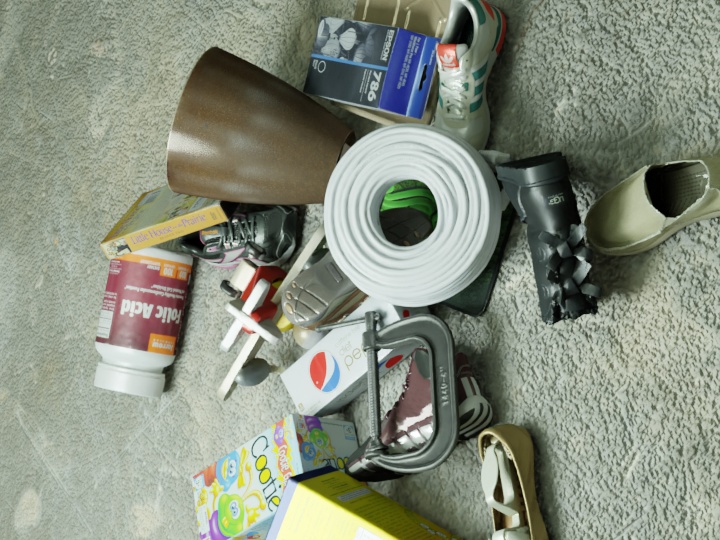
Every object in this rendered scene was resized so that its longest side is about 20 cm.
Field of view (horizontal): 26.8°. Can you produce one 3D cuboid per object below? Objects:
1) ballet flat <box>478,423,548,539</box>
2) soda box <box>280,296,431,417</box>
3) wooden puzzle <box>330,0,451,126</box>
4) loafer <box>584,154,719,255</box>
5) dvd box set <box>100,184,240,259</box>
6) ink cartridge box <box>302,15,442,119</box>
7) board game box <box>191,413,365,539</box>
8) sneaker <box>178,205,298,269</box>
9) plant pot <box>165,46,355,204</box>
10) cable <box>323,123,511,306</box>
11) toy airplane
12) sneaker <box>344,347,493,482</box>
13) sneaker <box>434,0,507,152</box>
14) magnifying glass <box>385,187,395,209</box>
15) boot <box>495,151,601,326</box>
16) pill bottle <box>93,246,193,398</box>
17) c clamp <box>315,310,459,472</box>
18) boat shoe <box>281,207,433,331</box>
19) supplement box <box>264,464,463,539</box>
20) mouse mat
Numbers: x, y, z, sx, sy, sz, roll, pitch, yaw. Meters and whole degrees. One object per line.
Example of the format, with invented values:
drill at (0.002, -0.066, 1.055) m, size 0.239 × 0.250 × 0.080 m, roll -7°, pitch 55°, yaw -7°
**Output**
ballet flat at (0.154, 0.258, 1.567) m, size 0.068 × 0.063 × 0.202 m, roll -28°, pitch 61°, yaw 41°
soda box at (-0.003, 0.097, 1.771) m, size 0.200 × 0.063 × 0.069 m, roll -41°, pitch 70°, yaw 34°
wooden puzzle at (0.054, -0.276, 1.823) m, size 0.185 × 0.046 × 0.202 m, roll 26°, pitch 102°, yaw 48°
loafer at (0.292, -0.072, 1.491) m, size 0.199 × 0.068 × 0.077 m, roll -26°, pitch 62°, yaw 42°
dvd box set at (-0.235, -0.085, 2.010) m, size 0.198 × 0.030 × 0.147 m, roll -17°, pitch 24°, yaw 27°
ink cartridge box at (0.011, -0.244, 1.802) m, size 0.199 × 0.039 × 0.101 m, roll 18°, pitch 95°, yaw 49°
board game box at (-0.099, 0.262, 1.817) m, size 0.199 × 0.104 × 0.104 m, roll -34°, pitch 56°, yaw 37°
sneaker at (-0.165, -0.041, 1.981) m, size 0.199 × 0.086 × 0.081 m, roll -17°, pitch 70°, yaw 44°
plant pot at (-0.113, -0.158, 1.871) m, size 0.198 × 0.187 × 0.189 m, roll 17°, pitch 94°, yaw 9°
cable at (0.056, -0.061, 1.668) m, size 0.198 × 0.069 × 0.202 m, roll 18°, pitch 91°, yaw 14°
toy airplane at (-0.100, 0.052, 1.845) m, size 0.200 × 0.140 × 0.200 m, roll -42°, pitch 21°, yaw 57°
sneaker at (0.056, 0.155, 1.699) m, size 0.199 × 0.075 × 0.117 m, roll -30°, pitch 59°, yaw 28°
sneaker at (0.107, -0.215, 1.705) m, size 0.070 × 0.093 × 0.202 m, roll 10°, pitch 86°, yaw 33°
magnifying glass at (0.031, -0.086, 1.823) m, size 0.079 × 0.022 × 0.202 m, roll 19°, pitch 94°, yaw 48°
boot at (0.197, -0.037, 1.571) m, size 0.198 × 0.073 × 0.164 m, roll -104°, pitch 0°, yaw -83°
pill bottle at (-0.303, 0.068, 2.087) m, size 0.114 × 0.113 × 0.202 m, roll 7°, pitch 86°, yaw 48°
c clamp at (0.036, 0.131, 1.660) m, size 0.169 × 0.027 × 0.202 m, roll -20°, pitch 63°, yaw 26°
boat shoe at (0.000, 0.000, 1.754) m, size 0.199 × 0.072 × 0.076 m, roll -33°, pitch 60°, yaw 4°
supplement box at (0.007, 0.308, 1.630) m, size 0.199 × 0.109 × 0.110 m, roll 27°, pitch 101°, yaw 22°
mouse mat at (0.091, -0.048, 1.743) m, size 0.199 × 0.007 × 0.163 m, roll 21°, pitch 97°, yaw 43°
